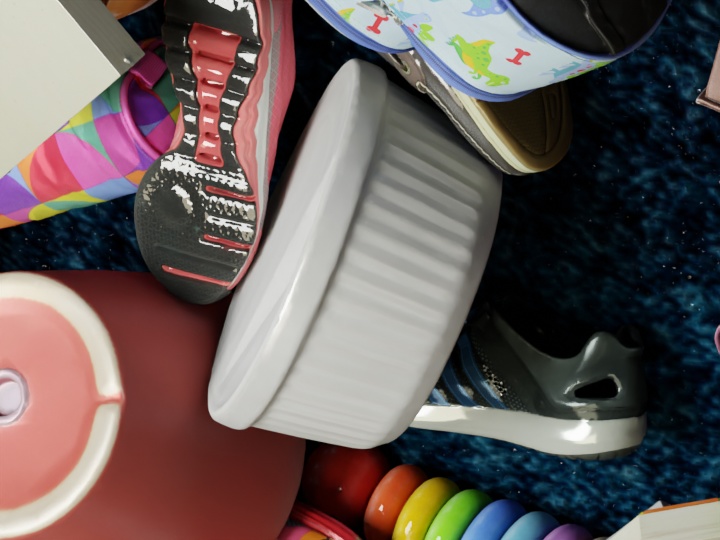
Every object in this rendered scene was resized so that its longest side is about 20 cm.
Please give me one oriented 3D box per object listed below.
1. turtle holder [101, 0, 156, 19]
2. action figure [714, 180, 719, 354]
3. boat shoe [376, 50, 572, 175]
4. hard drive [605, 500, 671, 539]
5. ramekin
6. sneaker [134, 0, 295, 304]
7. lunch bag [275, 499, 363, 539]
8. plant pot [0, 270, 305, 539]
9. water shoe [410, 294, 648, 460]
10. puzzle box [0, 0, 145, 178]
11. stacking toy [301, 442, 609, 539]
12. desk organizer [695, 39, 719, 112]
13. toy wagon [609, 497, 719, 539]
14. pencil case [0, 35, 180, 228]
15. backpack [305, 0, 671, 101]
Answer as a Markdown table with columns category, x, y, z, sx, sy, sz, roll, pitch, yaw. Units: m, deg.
| category | x | y | z | sx | sy | sz | roll | pitch | yaw |
| --- | --- | --- | --- | --- | --- | --- | --- | --- | --- |
| turtle holder | -0.170 | -0.209 | 1.431 | 0.140 | 0.132 | 0.186 | -14 | 113 | 41 |
| action figure | 0.246 | 0.026 | 1.365 | 0.133 | 0.149 | 0.201 | -31 | 86 | 5 |
| boat shoe | 0.035 | -0.132 | 1.396 | 0.065 | 0.073 | 0.201 | -29 | 93 | 49 |
| hard drive | 0.129 | 0.221 | 1.521 | 0.200 | 0.026 | 0.132 | -39 | 126 | 17 |
| ramekin | 0.000 | 0.000 | 1.429 | 0.094 | 0.203 | 0.203 | 22 | 136 | -9 |
| sneaker | -0.064 | -0.077 | 1.475 | 0.073 | 0.087 | 0.201 | 20 | 117 | 20 |
| lunch bag | -0.047 | 0.202 | 1.650 | 0.175 | 0.082 | 0.200 | 22 | 154 | 34 |
| plant pot | -0.152 | 0.085 | 1.509 | 0.199 | 0.177 | 0.202 | -5 | 77 | 23 |
| water shoe | 0.072 | 0.050 | 1.517 | 0.199 | 0.071 | 0.080 | 9 | 99 | 31 |
| puzzle box | -0.213 | -0.151 | 1.392 | 0.200 | 0.025 | 0.133 | 51 | 135 | -7 |
| stacking toy | 0.053 | 0.152 | 1.591 | 0.199 | 0.085 | 0.086 | 28 | 134 | 23 |
| desk organizer | 0.264 | -0.086 | 1.264 | 0.199 | 0.072 | 0.077 | 25 | 131 | 17 |
| toy wagon | 0.205 | 0.186 | 1.457 | 0.199 | 0.040 | 0.155 | 22 | 132 | -28 |
| pencil case | -0.171 | -0.075 | 1.569 | 0.199 | 0.088 | 0.089 | -13 | 114 | 38 |
| backpack | 0.051 | -0.181 | 1.267 | 0.200 | 0.183 | 0.147 | 46 | 145 | -14 |
